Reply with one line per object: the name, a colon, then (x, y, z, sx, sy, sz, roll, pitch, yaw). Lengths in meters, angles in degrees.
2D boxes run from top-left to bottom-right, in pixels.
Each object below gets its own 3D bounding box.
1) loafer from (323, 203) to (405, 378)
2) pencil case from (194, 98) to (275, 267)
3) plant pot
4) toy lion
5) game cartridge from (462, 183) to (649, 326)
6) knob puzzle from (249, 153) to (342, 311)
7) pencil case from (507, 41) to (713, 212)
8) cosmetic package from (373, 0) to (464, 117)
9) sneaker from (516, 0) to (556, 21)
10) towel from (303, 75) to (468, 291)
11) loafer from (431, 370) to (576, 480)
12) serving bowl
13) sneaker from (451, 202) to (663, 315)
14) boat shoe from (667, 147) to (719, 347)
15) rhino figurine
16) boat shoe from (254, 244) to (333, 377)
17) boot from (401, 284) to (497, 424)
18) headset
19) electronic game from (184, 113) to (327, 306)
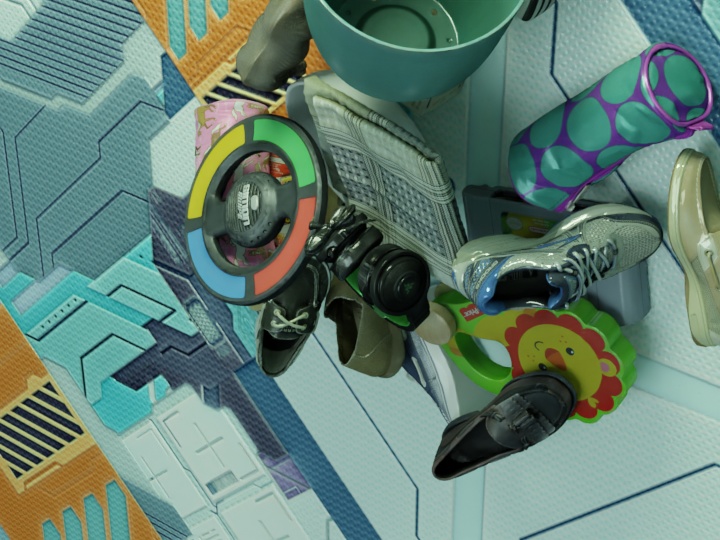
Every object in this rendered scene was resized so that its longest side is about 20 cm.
loafer: (-0.004, 0.020, 1.786, 0.076, 0.067, 0.200, -36, 64, 49)
pencil case: (-0.135, -0.090, 1.804, 0.083, 0.087, 0.200, -8, 80, 16)
plant pot: (0.040, -0.243, 1.461, 0.201, 0.201, 0.161, 45, 161, 11)
toy lion: (0.174, 0.076, 1.660, 0.200, 0.069, 0.192, -26, 104, 48)
game cartridge: (0.193, -0.011, 1.650, 0.200, 0.040, 0.133, 12, 126, 38)
knob puzzle: (-0.091, -0.053, 1.840, 0.219, 0.030, 0.220, -4, 83, 37)
pencil case: (0.227, -0.126, 1.508, 0.200, 0.085, 0.093, -34, 74, 49)
cosmetic package: (0.019, -0.255, 1.627, 0.200, 0.071, 0.105, 38, 136, 19)
sneaker: (0.145, -0.326, 1.467, 0.115, 0.075, 0.200, 42, 137, 18)
towel: (0.025, -0.079, 1.591, 0.200, 0.035, 0.193, 36, 158, 38)
loafer: (0.143, 0.166, 1.679, 0.072, 0.063, 0.200, 45, 139, -7)
serving bowl: (0.013, -0.129, 1.681, 0.200, 0.066, 0.200, 43, 162, 18)
sneaker: (0.190, 0.001, 1.527, 0.085, 0.200, 0.077, -110, 4, -59)
boat shoe: (0.326, -0.019, 1.500, 0.065, 0.072, 0.200, 2, 119, 32)
rhino figurine: (-0.062, -0.244, 1.588, 0.060, 0.087, 0.200, 46, 140, 8)
boat shoe: (-0.072, 0.043, 1.771, 0.071, 0.064, 0.200, 8, 142, -8)
boot: (0.090, 0.113, 1.807, 0.090, 0.073, 0.200, -15, 97, 54)
headset: (0.000, 0.000, 1.612, 0.123, 0.094, 0.200, 37, 163, 29)
electronic game: (-0.109, -0.062, 1.691, 0.200, 0.042, 0.200, -12, 72, 40)
